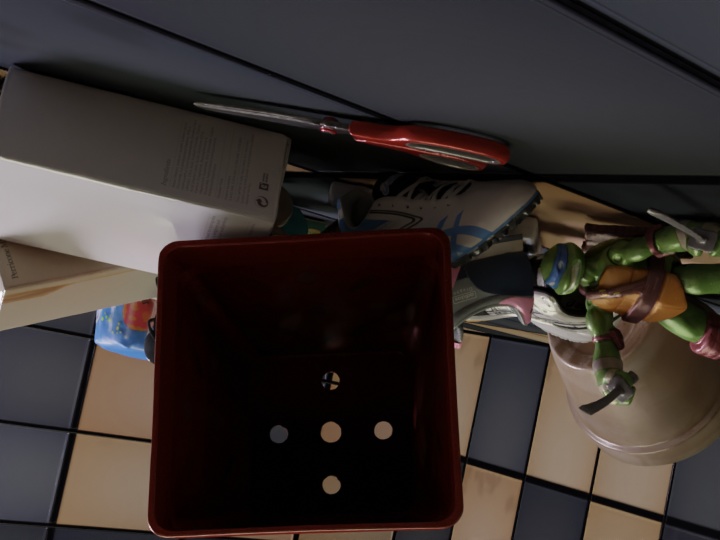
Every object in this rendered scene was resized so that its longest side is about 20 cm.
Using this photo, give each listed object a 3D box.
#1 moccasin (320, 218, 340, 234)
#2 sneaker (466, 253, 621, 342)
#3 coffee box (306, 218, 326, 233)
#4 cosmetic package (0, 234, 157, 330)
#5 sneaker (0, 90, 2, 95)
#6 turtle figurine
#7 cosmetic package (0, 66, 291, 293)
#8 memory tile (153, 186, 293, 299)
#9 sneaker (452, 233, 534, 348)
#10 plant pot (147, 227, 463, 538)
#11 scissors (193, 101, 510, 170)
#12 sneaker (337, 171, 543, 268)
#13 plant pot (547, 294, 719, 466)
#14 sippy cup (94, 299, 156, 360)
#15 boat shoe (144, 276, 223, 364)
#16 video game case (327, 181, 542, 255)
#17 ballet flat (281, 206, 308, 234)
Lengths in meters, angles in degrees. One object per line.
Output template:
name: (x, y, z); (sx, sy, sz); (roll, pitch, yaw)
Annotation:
moccasin: (-0.001, 0.001, 1.047); (0.078, 0.074, 0.201); (47, -176, 14)
sneaker: (0.139, 0.006, 0.994); (0.200, 0.076, 0.088); (9, 160, -7)
coffee box: (-0.122, -0.046, 1.402); (0.123, 0.044, 0.200); (12, 176, -13)
cosmetic package: (-0.207, -0.029, 0.906); (0.200, 0.105, 0.071); (-14, 157, -34)
sneaker: (-0.301, -0.108, 0.885); (0.083, 0.081, 0.200); (41, 175, 20)
turtle figurine: (0.235, 0.037, 0.828); (0.194, 0.144, 0.200); (9, 180, -13)
cosmetic package: (-0.163, -0.061, 0.816); (0.200, 0.081, 0.113); (15, 147, -12)
memory tile: (-0.150, -0.036, 1.001); (0.200, 0.154, 0.017); (12, 144, -22)
sneaker: (0.046, 0.032, 0.934); (0.200, 0.082, 0.070); (-16, -179, 7)
plant pot: (-0.031, 0.098, 0.822); (0.199, 0.200, 0.176); (-3, 160, 4)
scissors: (-0.007, -0.090, 0.706); (0.200, 0.014, 0.073); (13, 178, -3)
sneaker: (0.049, -0.042, 0.846); (0.200, 0.072, 0.073); (-10, 116, 52)
plant pot: (0.289, 0.089, 1.230); (0.200, 0.200, 0.173); (8, 159, 42)
sippy cup: (-0.191, 0.019, 1.083); (0.139, 0.131, 0.178); (14, 170, -8)
boat shoe: (-0.143, 0.060, 0.939); (0.066, 0.075, 0.199); (-21, 155, -2)
video game case: (0.077, -0.041, 1.062); (0.182, 0.023, 0.200); (12, 175, 11)
ballet flat: (-0.121, -0.047, 1.162); (0.062, 0.068, 0.200); (-21, 162, 21)
